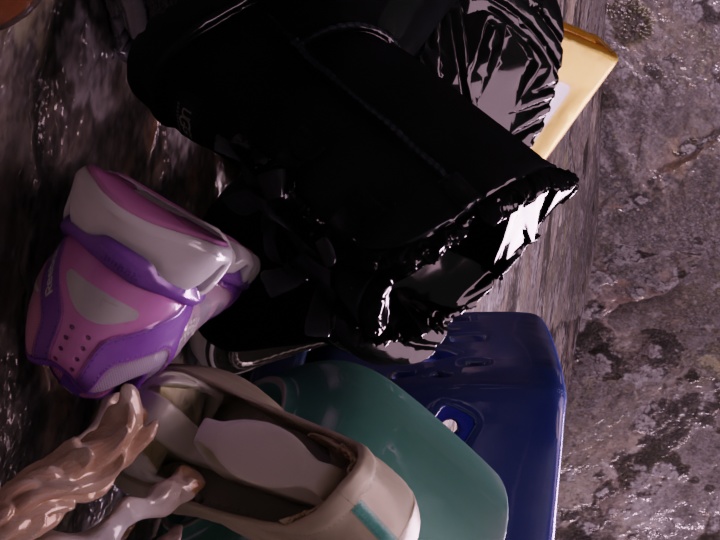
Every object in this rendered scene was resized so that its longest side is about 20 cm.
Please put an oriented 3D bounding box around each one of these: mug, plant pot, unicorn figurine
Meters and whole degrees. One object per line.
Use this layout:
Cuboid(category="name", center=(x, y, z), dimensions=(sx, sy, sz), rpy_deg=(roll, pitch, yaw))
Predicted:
Cuboid(category="mug", center=(-0.016, 0.116, 0.840), dimensions=(0.185, 0.114, 0.153), rpy_deg=(-16, -142, 59))
Cuboid(category="plant pot", center=(0.018, 0.130, 1.075), dimensions=(0.200, 0.178, 0.202), rpy_deg=(-78, 173, -79))
Cuboid(category="unicorn figurine", center=(-0.119, 0.139, 0.724), dimensions=(0.137, 0.073, 0.201), rpy_deg=(-46, 140, -35))

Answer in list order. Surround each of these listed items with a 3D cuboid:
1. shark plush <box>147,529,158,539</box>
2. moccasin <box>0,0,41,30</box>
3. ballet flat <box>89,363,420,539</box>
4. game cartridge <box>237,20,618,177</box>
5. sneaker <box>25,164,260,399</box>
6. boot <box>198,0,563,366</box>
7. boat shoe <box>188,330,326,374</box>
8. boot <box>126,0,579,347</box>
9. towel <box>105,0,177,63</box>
Cuboid(category="shark plush", center=(-0.079, 0.177, 0.929), dimensions=(0.201, 0.083, 0.091), rpy_deg=(-85, -170, -56))
Cuboid(category="moccasin", center=(-0.102, -0.177, 0.600), dimensions=(0.078, 0.073, 0.202), rpy_deg=(45, 69, -39))
Cuboid(category="ballet flat", center=(-0.060, 0.073, 0.767), dimensions=(0.069, 0.199, 0.070), rpy_deg=(-18, 115, -44))
Cuboid(category="game cartridge", center=(0.028, -0.064, 1.001), dimensions=(0.176, 0.032, 0.201), rpy_deg=(13, 118, -43))
Cuboid(category="sneaker", center=(-0.098, 0.011, 0.772), dimensions=(0.089, 0.080, 0.200), rpy_deg=(-62, 178, 1))
Cuboid(category="boot", center=(-0.001, -0.051, 0.874), dimensions=(0.076, 0.168, 0.201), rpy_deg=(27, 78, -32))
Cuboid(category="boat shoe", center=(0.000, 0.000, 0.974), dimensions=(0.064, 0.199, 0.071), rpy_deg=(55, -1, 39))
Cuboid(category="boot", center=(0.021, -0.072, 0.732), dimensions=(0.198, 0.162, 0.074), rpy_deg=(-35, 151, -22))
Cuboid(category="towel", center=(-0.062, -0.199, 0.780), dimensions=(0.201, 0.085, 0.166), rpy_deg=(83, 19, -51))
